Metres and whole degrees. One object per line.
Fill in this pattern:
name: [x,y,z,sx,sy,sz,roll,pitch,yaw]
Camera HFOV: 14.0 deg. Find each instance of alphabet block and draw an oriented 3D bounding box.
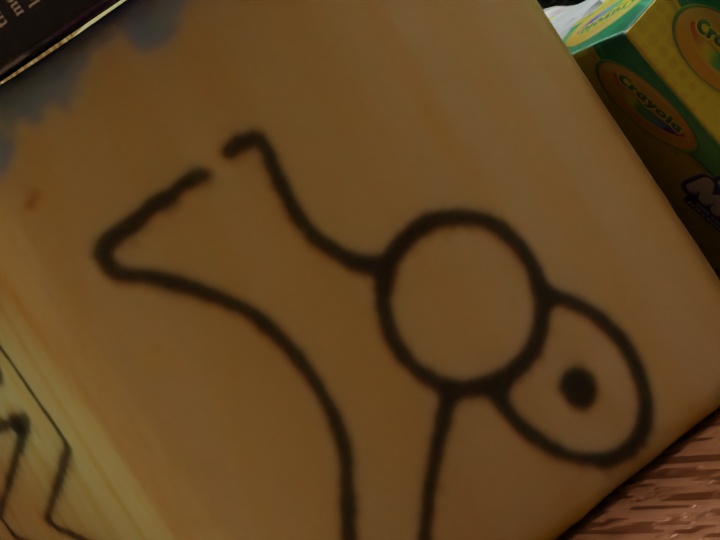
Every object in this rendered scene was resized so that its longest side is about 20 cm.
alphabet block: [-0.031,0.008,0.920,0.195,0.200,0.196,-35,6,-21]

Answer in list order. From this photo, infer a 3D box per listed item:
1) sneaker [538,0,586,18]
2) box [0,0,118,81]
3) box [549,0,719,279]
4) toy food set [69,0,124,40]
sneaker: [0.112,-0.097,1.085,0.200,0.099,0.078,-38,-28,-63]
box: [-0.127,-0.103,0.847,0.200,0.104,0.148,-32,7,22]
box: [0.099,-0.033,0.946,0.048,0.117,0.200,-48,12,-26]
toy food set: [-0.092,-0.066,1.217,0.198,0.049,0.200,-46,22,-1]
